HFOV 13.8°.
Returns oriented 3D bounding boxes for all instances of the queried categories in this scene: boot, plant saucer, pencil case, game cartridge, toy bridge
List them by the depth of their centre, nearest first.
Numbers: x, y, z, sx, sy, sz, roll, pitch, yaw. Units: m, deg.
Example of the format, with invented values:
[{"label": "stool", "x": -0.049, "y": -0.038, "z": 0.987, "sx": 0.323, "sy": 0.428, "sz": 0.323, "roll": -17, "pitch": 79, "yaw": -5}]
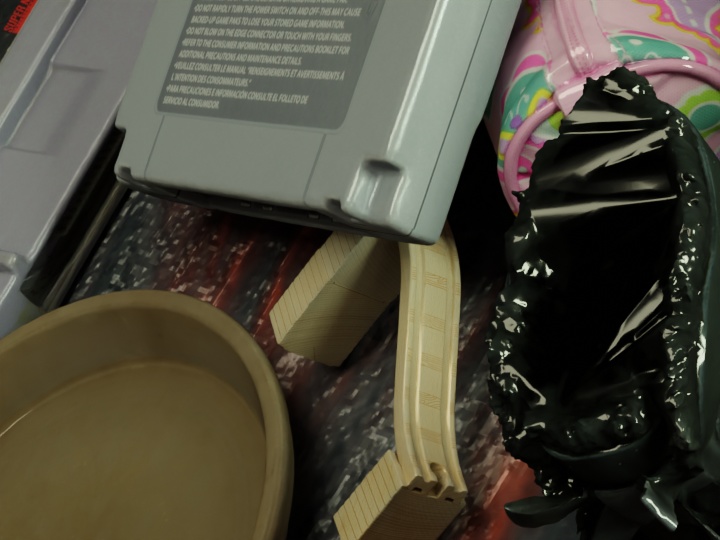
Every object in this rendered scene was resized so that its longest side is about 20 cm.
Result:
[{"label": "boot", "x": 0.098, "y": 0.009, "z": 0.763, "sx": 0.073, "sy": 0.162, "sz": 0.199, "roll": -13, "pitch": 50, "yaw": 31}, {"label": "pencil case", "x": 0.068, "y": -0.099, "z": 0.940, "sx": 0.087, "sy": 0.087, "sz": 0.201, "roll": -29, "pitch": 44, "yaw": 20}, {"label": "toy bridge", "x": 0.000, "y": 0.000, "z": 0.944, "sx": 0.067, "sy": 0.027, "sz": 0.200, "roll": -52, "pitch": 35, "yaw": 28}, {"label": "game cartridge", "x": -0.011, "y": -0.081, "z": 0.948, "sx": 0.200, "sy": 0.040, "sz": 0.134, "roll": 12, "pitch": 86, "yaw": 61}, {"label": "plant saucer", "x": -0.100, "y": 0.097, "z": 0.965, "sx": 0.199, "sy": 0.029, "sz": 0.201, "roll": -22, "pitch": 46, "yaw": 25}, {"label": "game cartridge", "x": -0.128, "y": -0.058, "z": 1.117, "sx": 0.129, "sy": 0.038, "sz": 0.201, "roll": 12, "pitch": 66, "yaw": 41}]
